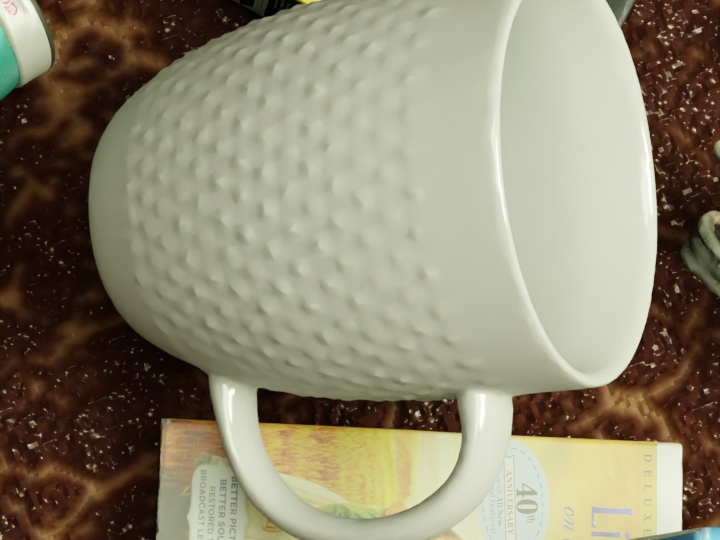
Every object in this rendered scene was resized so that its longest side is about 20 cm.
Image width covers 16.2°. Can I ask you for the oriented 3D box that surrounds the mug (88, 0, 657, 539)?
[{"bbox_3d":[0.000,0.000,0.904,0.175,0.148,0.200,-5,83,27],"label":"mug"}]

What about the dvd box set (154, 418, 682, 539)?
[{"bbox_3d":[0.021,0.133,0.949,0.200,0.029,0.147,4,78,-5],"label":"dvd box set"}]

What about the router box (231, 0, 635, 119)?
[{"bbox_3d":[0.054,-0.164,1.000,0.149,0.051,0.200,28,78,-3],"label":"router box"}]

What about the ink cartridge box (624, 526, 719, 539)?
[{"bbox_3d":[0.162,0.194,0.903,0.146,0.086,0.200,4,79,-28],"label":"ink cartridge box"}]

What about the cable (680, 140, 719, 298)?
[{"bbox_3d":[0.192,0.022,0.943,0.097,0.050,0.200,-6,46,-29],"label":"cable"}]

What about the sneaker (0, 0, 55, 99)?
[{"bbox_3d":[-0.222,-0.121,0.950,0.121,0.084,0.200,-39,86,-21],"label":"sneaker"}]
